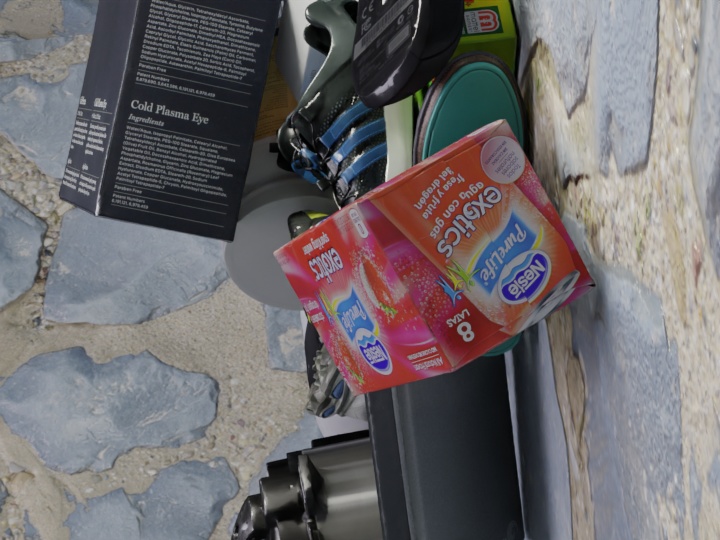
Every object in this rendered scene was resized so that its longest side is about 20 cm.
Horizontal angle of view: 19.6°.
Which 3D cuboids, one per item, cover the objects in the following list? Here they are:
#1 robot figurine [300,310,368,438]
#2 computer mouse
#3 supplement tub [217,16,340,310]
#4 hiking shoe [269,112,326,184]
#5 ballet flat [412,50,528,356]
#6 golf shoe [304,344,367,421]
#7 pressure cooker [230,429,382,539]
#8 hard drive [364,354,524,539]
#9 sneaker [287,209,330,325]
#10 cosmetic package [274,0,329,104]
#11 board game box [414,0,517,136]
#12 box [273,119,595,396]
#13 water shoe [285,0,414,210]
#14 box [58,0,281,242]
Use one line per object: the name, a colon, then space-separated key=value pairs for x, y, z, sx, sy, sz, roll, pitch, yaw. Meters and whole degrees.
robot figurine: x=0.017 y=0.064 z=1.712 sx=0.125 sy=0.149 sz=0.201 roll=113 pitch=156 yaw=-46
computer mouse: x=0.048 y=-0.186 z=1.185 sx=0.140 sy=0.046 sz=0.201 roll=-45 pitch=34 yaw=36
supplement tub: x=-0.047 y=-0.084 z=1.610 sx=0.145 sy=0.144 sz=0.201 roll=88 pitch=178 yaw=-47
hiking shoe: x=-0.012 y=-0.084 z=1.418 sx=0.200 sy=0.086 sz=0.075 roll=148 pitch=116 yaw=-81
ballet flat: x=0.066 y=-0.046 z=1.240 sx=0.073 sy=0.073 sz=0.201 roll=-104 pitch=6 yaw=-61
golf shoe: x=0.026 y=0.053 z=1.541 sx=0.200 sy=0.097 sz=0.079 roll=116 pitch=169 yaw=-61
pressure cooker: x=0.002 y=0.209 z=1.537 sx=0.179 sy=0.199 sz=0.177 roll=179 pitch=80 yaw=-87
hard drive: x=0.052 y=0.102 z=1.325 sx=0.139 sy=0.033 sz=0.201 roll=-28 pitch=-65 yaw=-55
sneaker: x=0.000 y=0.000 z=1.430 sx=0.200 sy=0.076 sz=0.076 roll=-137 pitch=34 yaw=-68
cosmetic package: x=-0.003 y=-0.202 z=1.411 sx=0.200 sy=0.082 sz=0.051 roll=103 pitch=148 yaw=-52
board game box: x=0.062 y=-0.115 z=1.308 sx=0.200 sy=0.047 sz=0.102 roll=89 pitch=173 yaw=-55
box: x=0.034 y=-0.001 z=1.118 sx=0.100 sy=0.095 sz=0.200 roll=60 pitch=164 yaw=-2
water shoe: x=-0.007 y=-0.073 z=1.278 sx=0.072 sy=0.078 sz=0.201 roll=96 pitch=177 yaw=-67
box: x=-0.141 y=-0.125 z=1.513 sx=0.200 sy=0.103 sz=0.183 roll=-158 pitch=78 yaw=-73
